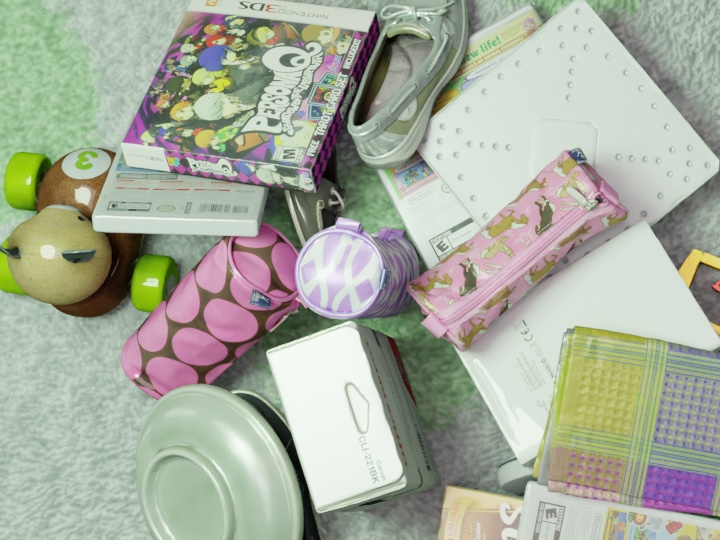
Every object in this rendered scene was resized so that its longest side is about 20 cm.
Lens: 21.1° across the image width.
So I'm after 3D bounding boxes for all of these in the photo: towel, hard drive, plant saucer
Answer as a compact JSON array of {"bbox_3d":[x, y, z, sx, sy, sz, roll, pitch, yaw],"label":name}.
[{"bbox_3d":[0.253,0.129,1.630,0.200,0.023,0.144,9,96,3],"label":"towel"},{"bbox_3d":[0.194,0.063,1.675,0.200,0.027,0.132,-32,68,7],"label":"hard drive"},{"bbox_3d":[-0.139,0.202,1.711,0.200,0.050,0.201,12,110,37],"label":"plant saucer"}]

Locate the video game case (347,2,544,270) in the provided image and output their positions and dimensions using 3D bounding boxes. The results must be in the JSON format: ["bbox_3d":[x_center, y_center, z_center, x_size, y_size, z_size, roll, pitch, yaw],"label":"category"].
[{"bbox_3d":[0.112,-0.118,1.768,0.200,0.022,0.182,-29,80,7],"label":"video game case"}]

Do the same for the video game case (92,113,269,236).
[{"bbox_3d":[-0.150,-0.088,1.728,0.143,0.200,0.018,2,121,4],"label":"video game case"}]

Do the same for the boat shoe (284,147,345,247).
[{"bbox_3d":[-0.040,-0.102,1.770,0.057,0.067,0.200,-14,78,13],"label":"boat shoe"}]

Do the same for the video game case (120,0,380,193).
[{"bbox_3d":[-0.096,-0.163,1.735,0.181,0.036,0.200,9,54,17],"label":"video game case"}]

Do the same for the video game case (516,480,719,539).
[{"bbox_3d":[0.212,0.295,1.648,0.182,0.023,0.200,11,88,10],"label":"video game case"}]

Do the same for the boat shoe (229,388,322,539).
[{"bbox_3d":[-0.082,0.200,1.747,0.074,0.062,0.200,-21,79,9],"label":"boat shoe"}]

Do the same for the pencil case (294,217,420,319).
[{"bbox_3d":[0.000,0.000,1.686,0.084,0.200,0.086,5,89,10],"label":"pencil case"}]

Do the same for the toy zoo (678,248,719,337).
[{"bbox_3d":[0.333,0.066,1.707,0.200,0.020,0.131,23,89,12],"label":"toy zoo"}]

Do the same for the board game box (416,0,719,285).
[{"bbox_3d":[0.182,-0.104,1.727,0.200,0.026,0.200,-39,81,5],"label":"board game box"}]

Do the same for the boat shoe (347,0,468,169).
[{"bbox_3d":[0.041,-0.188,1.740,0.074,0.065,0.202,10,64,30],"label":"boat shoe"}]

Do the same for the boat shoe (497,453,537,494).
[{"bbox_3d":[0.211,0.139,1.696,0.200,0.071,0.070,-21,62,18],"label":"boat shoe"}]

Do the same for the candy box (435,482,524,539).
[{"bbox_3d":[0.164,0.262,1.698,0.200,0.055,0.116,10,87,10],"label":"candy box"}]

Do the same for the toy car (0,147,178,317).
[{"bbox_3d":[-0.264,-0.033,1.729,0.164,0.200,0.158,7,93,11],"label":"toy car"}]

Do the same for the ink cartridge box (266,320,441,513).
[{"bbox_3d":[-0.002,0.129,1.669,0.084,0.200,0.145,-20,80,7],"label":"ink cartridge box"}]

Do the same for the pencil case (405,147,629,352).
[{"bbox_3d":[0.132,-0.015,1.666,0.200,0.087,0.083,-40,60,2],"label":"pencil case"}]

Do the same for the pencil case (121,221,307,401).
[{"bbox_3d":[-0.129,0.045,1.722,0.094,0.091,0.200,36,133,-13],"label":"pencil case"}]
